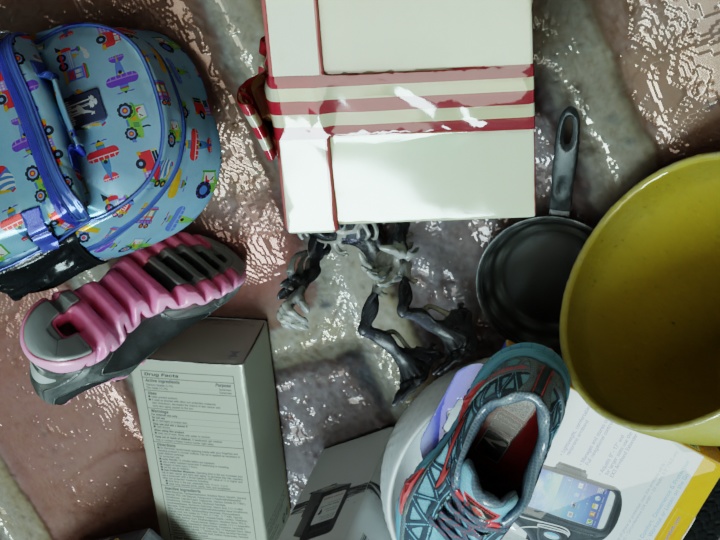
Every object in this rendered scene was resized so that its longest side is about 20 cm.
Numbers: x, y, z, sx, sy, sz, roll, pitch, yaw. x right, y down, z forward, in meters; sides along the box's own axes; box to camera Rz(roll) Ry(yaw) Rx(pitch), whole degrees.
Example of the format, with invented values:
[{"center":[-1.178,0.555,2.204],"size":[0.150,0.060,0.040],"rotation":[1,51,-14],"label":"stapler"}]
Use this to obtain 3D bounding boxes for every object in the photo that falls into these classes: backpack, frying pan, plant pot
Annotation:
[{"center":[-0.210,-0.092,0.950],"size":[0.199,0.135,0.184],"rotation":[-20,79,8],"label":"backpack"},{"center":[0.132,-0.023,0.980],"size":[0.114,0.031,0.191],"rotation":[-13,110,19],"label":"frying pan"},{"center":[0.259,0.040,0.907],"size":[0.200,0.201,0.142],"rotation":[-35,133,28],"label":"plant pot"}]

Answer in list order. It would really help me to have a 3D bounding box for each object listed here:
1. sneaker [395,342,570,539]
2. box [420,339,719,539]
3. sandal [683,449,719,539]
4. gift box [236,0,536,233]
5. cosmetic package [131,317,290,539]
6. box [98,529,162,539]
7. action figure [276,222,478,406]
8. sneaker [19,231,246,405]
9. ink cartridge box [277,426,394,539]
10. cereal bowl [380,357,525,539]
[{"center":[0.074,0.145,0.884],"size":[0.079,0.096,0.201],"rotation":[23,106,3],"label":"sneaker"},{"center":[0.145,0.138,0.946],"size":[0.199,0.041,0.120],"rotation":[28,106,0],"label":"box"},{"center":[0.223,0.217,1.015],"size":[0.076,0.200,0.048],"rotation":[52,159,14],"label":"sandal"},{"center":[0.019,-0.148,0.863],"size":[0.185,0.185,0.202],"rotation":[-3,110,6],"label":"gift box"},{"center":[-0.124,0.143,1.115],"size":[0.103,0.073,0.202],"rotation":[4,118,14],"label":"cosmetic package"},{"center":[-0.182,0.307,1.178],"size":[0.161,0.049,0.200],"rotation":[48,147,-12],"label":"box"},{"center":[0.000,0.000,0.983],"size":[0.119,0.102,0.200],"rotation":[-33,99,38],"label":"action figure"},{"center":[-0.176,0.041,1.022],"size":[0.079,0.199,0.096],"rotation":[44,141,26],"label":"sneaker"},{"center":[0.007,0.247,1.063],"size":[0.083,0.200,0.146],"rotation":[-22,110,28],"label":"ink cartridge box"},{"center":[0.108,0.151,1.034],"size":[0.198,0.083,0.202],"rotation":[-4,116,-8],"label":"cereal bowl"}]
